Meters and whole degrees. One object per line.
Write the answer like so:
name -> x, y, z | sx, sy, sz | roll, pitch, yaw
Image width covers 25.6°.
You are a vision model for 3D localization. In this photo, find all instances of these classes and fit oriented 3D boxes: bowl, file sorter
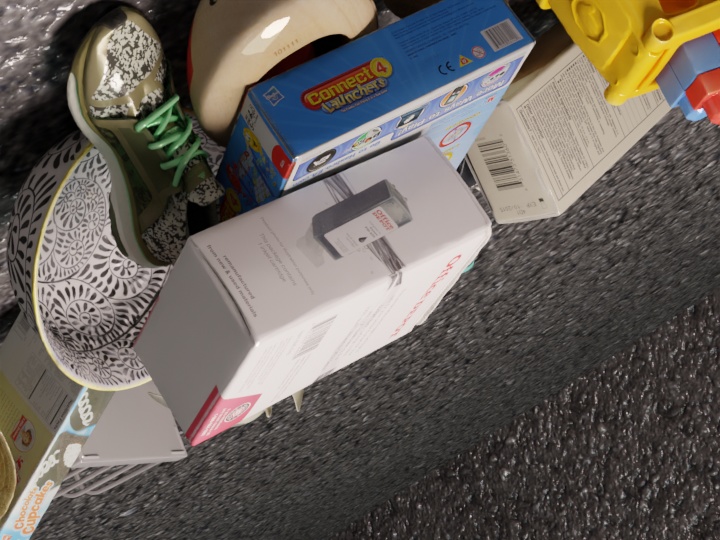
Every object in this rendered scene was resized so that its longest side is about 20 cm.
bowl -> -0.181, -0.026, 1.101 | 0.200, 0.094, 0.203 | -31, 130, -45
file sorter -> -0.279, 0.136, 1.476 | 0.124, 0.140, 0.200 | -27, 166, 16

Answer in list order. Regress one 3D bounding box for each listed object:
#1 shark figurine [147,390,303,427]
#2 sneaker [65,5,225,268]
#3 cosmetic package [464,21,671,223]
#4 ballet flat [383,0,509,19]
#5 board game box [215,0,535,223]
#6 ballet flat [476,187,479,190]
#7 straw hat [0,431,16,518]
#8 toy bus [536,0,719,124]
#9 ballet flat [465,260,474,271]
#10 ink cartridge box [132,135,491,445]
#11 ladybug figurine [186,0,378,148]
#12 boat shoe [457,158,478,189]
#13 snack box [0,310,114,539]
shark figurine -> -0.120, 0.103, 1.484 | 0.089, 0.129, 0.215 | 7, -149, 22
sneaker -> -0.118, -0.076, 0.997 | 0.077, 0.088, 0.201 | -45, 141, -31
cosmetic package -> 0.167, -0.133, 1.258 | 0.071, 0.106, 0.200 | -7, -154, 49
ballet flat -> 0.076, -0.178, 1.140 | 0.068, 0.073, 0.200 | -36, 164, 12
board game box -> -0.003, -0.084, 1.064 | 0.199, 0.056, 0.196 | -28, 164, -28
ballet flat -> 0.087, -0.100, 1.429 | 0.199, 0.076, 0.068 | -33, 166, 22
straw hat -> -0.364, 0.121, 1.311 | 0.200, 0.201, 0.085 | -35, -161, 30
toy bus -> 0.250, -0.200, 1.144 | 0.199, 0.193, 0.136 | -23, 164, -19
ballet flat -> 0.000, 0.000, 1.296 | 0.199, 0.074, 0.073 | -25, 166, -7
ink cartridge box -> -0.031, 0.011, 1.017 | 0.199, 0.085, 0.146 | -24, 162, -34
ladybug figurine -> -0.056, -0.143, 1.015 | 0.135, 0.072, 0.200 | -34, 166, -7
boat shoe -> 0.050, -0.063, 1.248 | 0.199, 0.062, 0.075 | -21, 148, -31
snack box -> -0.287, 0.136, 1.338 | 0.037, 0.116, 0.201 | 19, 107, -49
